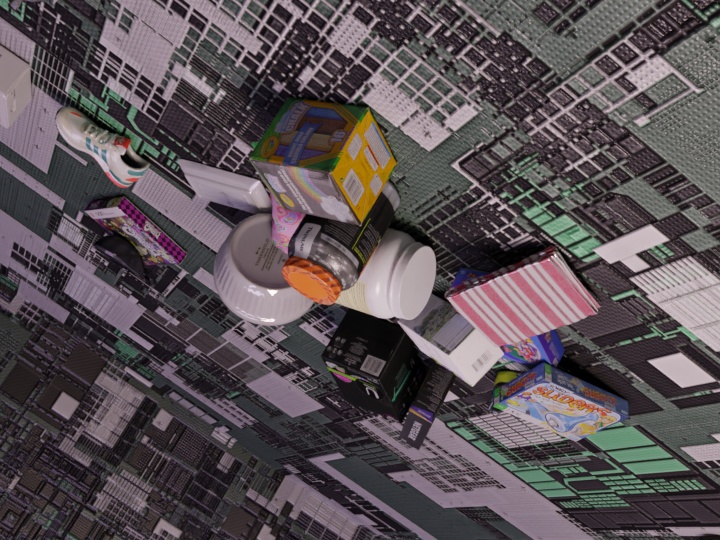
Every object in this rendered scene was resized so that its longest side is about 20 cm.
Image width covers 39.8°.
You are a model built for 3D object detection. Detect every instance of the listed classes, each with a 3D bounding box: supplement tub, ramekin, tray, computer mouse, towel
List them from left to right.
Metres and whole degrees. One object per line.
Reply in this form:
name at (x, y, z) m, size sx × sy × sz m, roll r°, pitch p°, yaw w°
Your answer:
computer mouse at (-0.546, -0.038, 2.294) m, size 0.137 × 0.053 × 0.200 m, roll 28°, pitch 169°, yaw 16°
tray at (-0.248, -0.147, 1.836) m, size 0.198 × 0.022 × 0.108 m, roll 17°, pitch 154°, yaw 30°
ramekin at (-0.163, -0.011, 1.793) m, size 0.200 × 0.204 × 0.095 m, roll 29°, pitch 147°, yaw 3°
supplement tub at (-0.032, -0.057, 1.528) m, size 0.121 × 0.201 × 0.123 m, roll 25°, pitch 155°, yaw 12°
supplement tub at (0.011, -0.005, 1.647) m, size 0.198 × 0.146 × 0.146 m, roll 17°, pitch 153°, yaw 29°
towel at (0.247, 0.045, 1.519) m, size 0.198 × 0.030 × 0.146 m, roll -23°, pitch 127°, yaw 33°

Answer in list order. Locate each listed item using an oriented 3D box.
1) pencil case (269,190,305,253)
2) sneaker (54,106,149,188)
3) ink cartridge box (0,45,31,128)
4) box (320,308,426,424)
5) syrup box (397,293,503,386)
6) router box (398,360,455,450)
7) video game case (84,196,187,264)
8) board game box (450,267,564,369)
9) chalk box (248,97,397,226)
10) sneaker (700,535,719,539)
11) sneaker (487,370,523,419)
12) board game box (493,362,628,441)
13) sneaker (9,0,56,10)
pencil case at (-0.111, -0.099, 1.685) m, size 0.087 × 0.088 × 0.201 m, roll 27°, pitch 156°, yaw 9°
sneaker at (-0.483, -0.246, 1.889) m, size 0.093 × 0.071 × 0.200 m, roll -20°, pitch 125°, yaw 39°
ink cartridge box at (-0.726, -0.380, 1.877) m, size 0.199 × 0.085 × 0.145 m, roll 34°, pitch 157°, yaw -5°
box at (0.031, 0.199, 2.046) m, size 0.147 × 0.125 × 0.201 m, roll 19°, pitch 155°, yaw 28°
syrup box at (0.151, 0.114, 1.707) m, size 0.082 × 0.079 × 0.200 m, roll 50°, pitch 171°, yaw -25°
router box at (0.141, 0.253, 1.980) m, size 0.052 × 0.158 × 0.201 m, roll 26°, pitch 155°, yaw 8°
video game case at (-0.508, -0.087, 2.247) m, size 0.180 × 0.036 × 0.200 m, roll 1°, pitch 142°, yaw 52°
board game box at (0.247, 0.082, 1.658) m, size 0.133 × 0.045 × 0.201 m, roll 12°, pitch 150°, yaw 37°
chalk box at (-0.070, -0.165, 1.464) m, size 0.198 × 0.125 × 0.125 m, roll 15°, pitch 153°, yaw 35°
sneaker at (0.764, 0.589, 1.989) m, size 0.198 × 0.076 × 0.077 m, roll 5°, pitch 146°, yaw 48°
sneaker at (0.312, 0.234, 1.830) m, size 0.074 × 0.082 × 0.199 m, roll 39°, pitch 154°, yaw -20°
board game box at (0.348, 0.231, 1.731) m, size 0.198 × 0.035 × 0.135 m, roll 24°, pitch 142°, yaw -24°
sneaker at (-0.450, -0.413, 1.409) m, size 0.077 × 0.141 × 0.200 m, roll 36°, pitch 156°, yaw -13°
